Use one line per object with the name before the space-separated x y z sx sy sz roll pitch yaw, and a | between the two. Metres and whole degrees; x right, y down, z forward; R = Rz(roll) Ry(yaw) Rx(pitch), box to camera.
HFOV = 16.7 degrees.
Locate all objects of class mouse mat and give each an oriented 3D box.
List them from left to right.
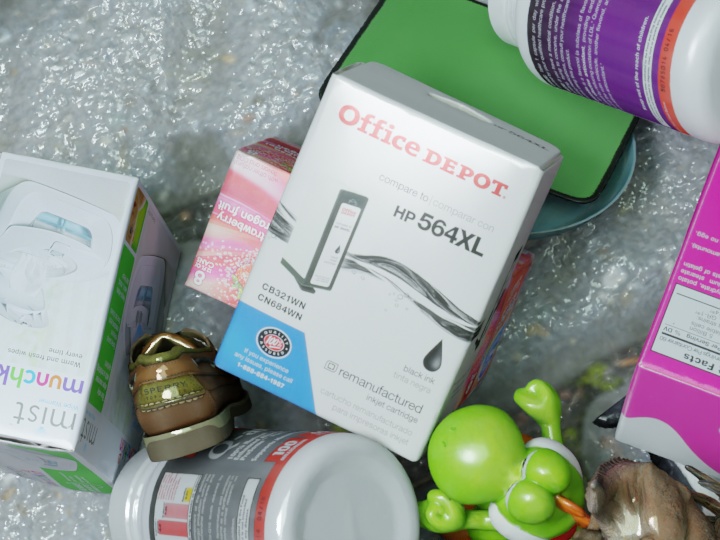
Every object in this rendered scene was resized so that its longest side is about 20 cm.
mouse mat | 0.088 -0.123 1.639 0.199 0.008 0.161 22 45 10

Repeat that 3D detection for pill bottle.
pill bottle | -0.066 0.157 1.532 0.115 0.199 0.117 1 88 -39
pill bottle | 0.179 -0.159 1.588 0.199 0.112 0.113 25 79 42

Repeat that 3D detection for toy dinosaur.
toy dinosaur | 0.182 0.155 1.454 0.086 0.200 0.136 -4 50 47

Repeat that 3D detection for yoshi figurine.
yoshi figurine | 0.085 0.125 1.530 0.111 0.200 0.113 -5 80 -2

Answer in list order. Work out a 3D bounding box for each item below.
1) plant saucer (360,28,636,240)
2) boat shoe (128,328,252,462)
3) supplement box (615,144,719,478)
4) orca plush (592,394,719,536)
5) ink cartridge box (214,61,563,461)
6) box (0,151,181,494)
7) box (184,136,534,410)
plant saucer | 0.083 -0.086 1.624 0.199 0.028 0.201 7 44 -7
boat shoe | -0.111 0.068 1.556 0.072 0.200 0.068 -17 96 -4
supplement box | 0.244 0.022 1.564 0.103 0.101 0.201 21 61 9
orca plush | 0.218 0.172 1.581 0.200 0.105 0.071 46 115 9
ink cartridge box | 0.017 -0.009 1.507 0.145 0.084 0.201 24 105 9
box | -0.191 0.039 1.572 0.096 0.200 0.178 10 77 6
box | 0.000 0.000 1.607 0.199 0.095 0.103 25 104 9
